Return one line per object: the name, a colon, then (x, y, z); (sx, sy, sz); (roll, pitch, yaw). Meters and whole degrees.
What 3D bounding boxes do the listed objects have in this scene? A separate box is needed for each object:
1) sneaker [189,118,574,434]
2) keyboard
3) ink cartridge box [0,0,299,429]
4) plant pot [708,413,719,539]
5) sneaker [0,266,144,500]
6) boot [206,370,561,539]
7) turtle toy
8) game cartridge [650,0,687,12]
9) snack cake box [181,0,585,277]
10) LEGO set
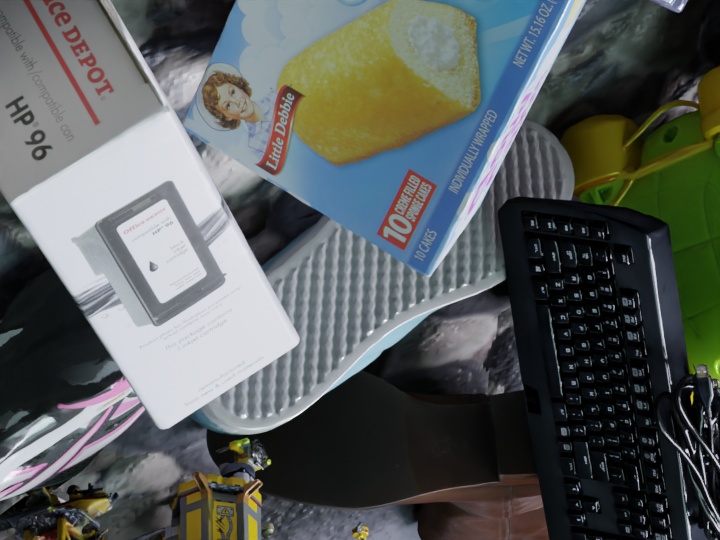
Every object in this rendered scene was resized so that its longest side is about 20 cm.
sneaker: (0.000, 0.000, 1.236); (0.199, 0.074, 0.082); (-32, -176, -18)
keyboard: (0.111, 0.066, 1.209); (0.040, 0.103, 0.201); (-51, 137, -48)
ink cartridge box: (-0.100, -0.046, 1.045); (0.068, 0.116, 0.200); (-31, 143, -4)
plant pot: (0.270, 0.077, 1.428); (0.199, 0.200, 0.178); (-32, 131, -1)
sneaker: (-0.154, 0.072, 1.177); (0.199, 0.081, 0.086); (-25, 154, -3)
boot: (0.027, 0.103, 1.366); (0.185, 0.065, 0.200); (3, 164, 4)
turtle toy: (0.149, -0.001, 1.271); (0.199, 0.147, 0.101); (-20, 165, 38)
game cartridge: (0.135, -0.158, 1.057); (0.130, 0.038, 0.200); (-57, 176, 8)
snack cake box: (0.025, -0.113, 1.055); (0.201, 0.115, 0.067); (-64, 173, 34)
LEGO set: (-0.066, 0.130, 1.268); (0.153, 0.116, 0.200); (-27, 135, 27)
